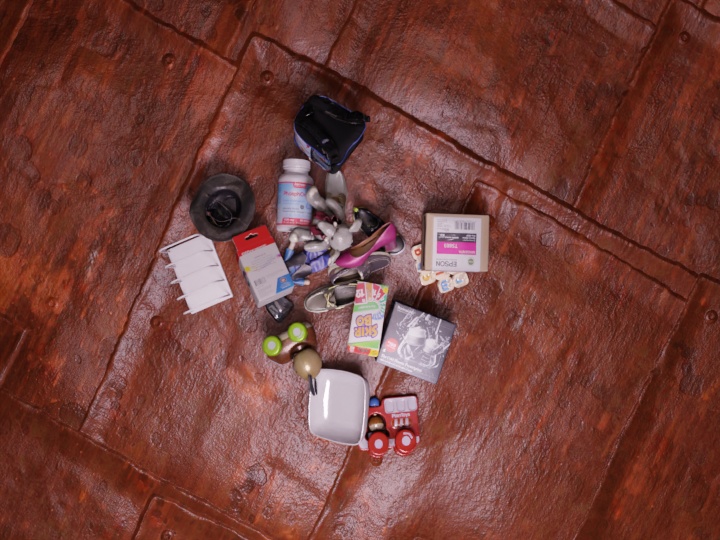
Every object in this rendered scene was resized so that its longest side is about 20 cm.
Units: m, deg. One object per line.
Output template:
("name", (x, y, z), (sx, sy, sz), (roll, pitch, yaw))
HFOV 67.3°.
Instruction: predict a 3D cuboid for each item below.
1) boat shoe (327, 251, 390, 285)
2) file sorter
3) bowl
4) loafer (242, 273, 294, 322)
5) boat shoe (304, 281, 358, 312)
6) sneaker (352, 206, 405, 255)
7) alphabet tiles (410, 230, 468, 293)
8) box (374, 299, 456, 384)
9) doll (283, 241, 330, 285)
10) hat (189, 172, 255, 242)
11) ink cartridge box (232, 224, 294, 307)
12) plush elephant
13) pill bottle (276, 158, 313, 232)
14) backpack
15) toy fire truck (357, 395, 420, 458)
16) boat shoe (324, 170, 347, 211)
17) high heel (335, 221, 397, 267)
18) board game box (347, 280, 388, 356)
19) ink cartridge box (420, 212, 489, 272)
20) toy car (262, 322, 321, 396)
("boat shoe", (0.000, 0.000, 1.604), (0.193, 0.073, 0.066), (-13, 49, -3))
("file sorter", (-0.480, 0.011, 1.572), (0.135, 0.125, 0.206), (-21, 93, -1))
("bowl", (-0.055, 0.393, 1.593), (0.194, 0.074, 0.208), (3, 89, 30))
("loafer", (-0.279, 0.056, 1.613), (0.072, 0.073, 0.202), (-39, 97, -15))
("boat shoe", (-0.076, 0.078, 1.619), (0.195, 0.060, 0.075), (-14, 92, -2))
("sneaker", (0.051, -0.115, 1.608), (0.198, 0.083, 0.073), (37, 90, -3))
("alphabet tiles", (0.258, -0.042, 1.651), (0.190, 0.015, 0.206), (-19, 92, -4))
("box", (0.159, 0.209, 1.609), (0.194, 0.104, 0.188), (19, 90, -2))
("doll", (-0.175, -0.024, 1.619), (0.195, 0.049, 0.140), (-26, 100, 5))
("hat", (-0.398, -0.175, 1.587), (0.193, 0.081, 0.208), (1, 79, -7))
("ink cartridge box", (-0.283, -0.014, 1.557), (0.114, 0.067, 0.204), (-22, 77, -21))
("plush elephant", (-0.083, -0.108, 1.489), (0.197, 0.154, 0.168), (31, 90, -23))
("pill bottle", (-0.191, -0.217, 1.584), (0.105, 0.109, 0.208), (2, 92, -2))
("backpack", (-0.098, -0.397, 1.558), (0.189, 0.154, 0.202), (38, 70, -3))
("toy fire truck", (0.084, 0.467, 1.623), (0.193, 0.113, 0.173), (-4, 67, -2))
("boat shoe", (-0.072, -0.202, 1.609), (0.072, 0.068, 0.208), (-2, 91, -2))
("high heel", (0.012, -0.078, 1.555), (0.195, 0.068, 0.098), (-23, 137, -6))
("board game box", (0.021, 0.139, 1.565), (0.092, 0.030, 0.207), (8, 84, 4))
("ink cartridge box", (0.280, -0.082, 1.609), (0.193, 0.075, 0.171), (1, 89, -5))
("toy car", (-0.174, 0.267, 1.551), (0.154, 0.164, 0.205), (-26, 81, -1))
